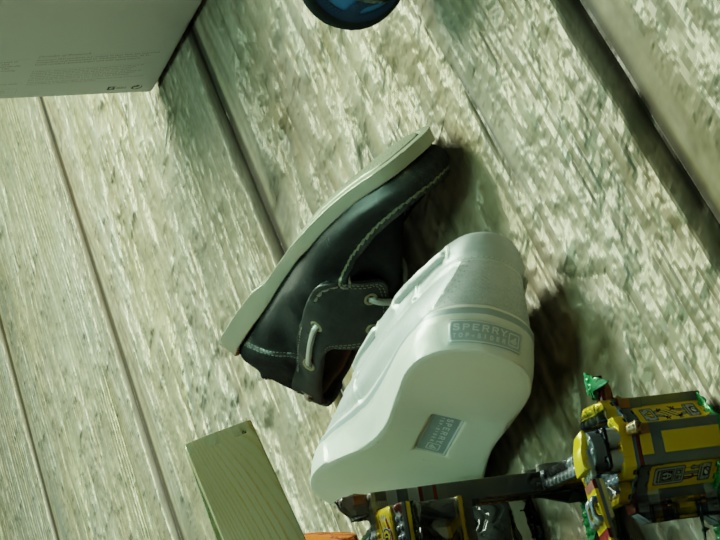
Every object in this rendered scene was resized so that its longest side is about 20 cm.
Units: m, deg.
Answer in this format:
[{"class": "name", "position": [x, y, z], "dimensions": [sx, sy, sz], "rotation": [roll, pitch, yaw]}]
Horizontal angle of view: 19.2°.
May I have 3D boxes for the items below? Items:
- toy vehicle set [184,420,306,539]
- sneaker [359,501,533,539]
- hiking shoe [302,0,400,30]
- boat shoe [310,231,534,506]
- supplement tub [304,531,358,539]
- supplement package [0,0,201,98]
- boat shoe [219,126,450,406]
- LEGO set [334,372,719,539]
[{"class": "toy vehicle set", "position": [-0.014, 0.164, 0.789], "dimensions": [0.200, 0.026, 0.124], "rotation": [77, 169, -45]}, {"class": "sneaker", "position": [0.026, 0.169, 0.931], "dimensions": [0.200, 0.076, 0.075], "rotation": [-57, 32, 32]}, {"class": "hiking shoe", "position": [0.014, -0.158, 0.869], "dimensions": [0.200, 0.074, 0.087], "rotation": [112, 148, -51]}, {"class": "boat shoe", "position": [0.025, 0.048, 0.909], "dimensions": [0.200, 0.072, 0.069], "rotation": [108, 172, -61]}, {"class": "supplement tub", "position": [-0.039, 0.233, 1.039], "dimensions": [0.123, 0.122, 0.200], "rotation": [166, 98, -70]}, {"class": "supplement package", "position": [-0.208, -0.208, 1.311], "dimensions": [0.200, 0.191, 0.147], "rotation": [135, 127, -64]}, {"class": "boat shoe", "position": [0.000, 0.000, 0.991], "dimensions": [0.068, 0.072, 0.200], "rotation": [44, 143, 5]}, {"class": "LEGO set", "position": [0.060, 0.139, 0.743], "dimensions": [0.154, 0.116, 0.200], "rotation": [162, 102, -70]}]
